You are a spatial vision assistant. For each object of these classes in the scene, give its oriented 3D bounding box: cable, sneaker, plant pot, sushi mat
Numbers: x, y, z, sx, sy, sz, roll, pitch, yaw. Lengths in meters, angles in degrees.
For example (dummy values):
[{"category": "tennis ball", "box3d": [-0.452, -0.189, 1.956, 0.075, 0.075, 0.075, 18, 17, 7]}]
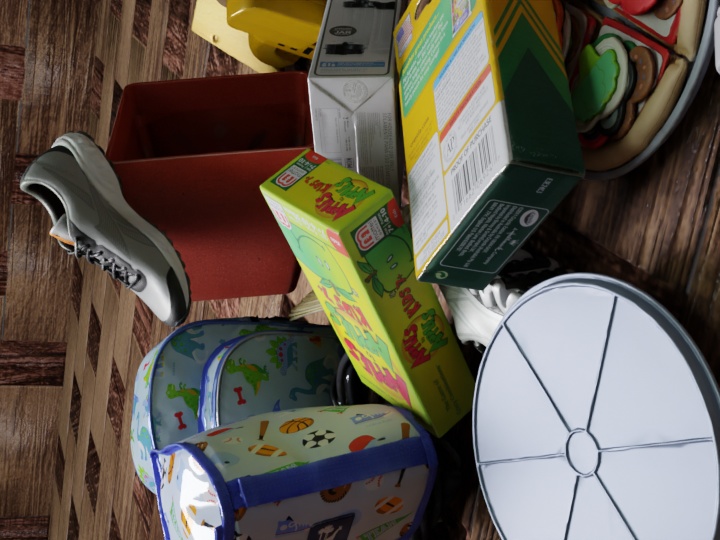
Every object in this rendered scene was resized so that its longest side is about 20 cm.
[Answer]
[{"category": "cable", "box3d": [0.025, 0.143, 0.933, 0.200, 0.050, 0.165, -126, 39, -52]}, {"category": "sneaker", "box3d": [0.079, 0.008, 0.782, 0.200, 0.074, 0.082, -126, 35, -58]}, {"category": "plant pot", "box3d": [-0.140, -0.080, 1.155, 0.201, 0.197, 0.178, -99, 5, -59]}, {"category": "sneaker", "box3d": [-0.229, -0.026, 1.021, 0.201, 0.079, 0.074, 51, 145, -3]}, {"category": "sushi mat", "box3d": [0.000, 0.000, 0.973, 0.096, 0.012, 0.200, -46, 10, -22]}]

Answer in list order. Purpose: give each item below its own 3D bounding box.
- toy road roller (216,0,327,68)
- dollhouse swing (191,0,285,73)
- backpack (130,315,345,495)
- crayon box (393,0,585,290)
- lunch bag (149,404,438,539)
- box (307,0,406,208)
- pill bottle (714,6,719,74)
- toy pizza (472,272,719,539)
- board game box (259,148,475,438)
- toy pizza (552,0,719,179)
[{"category": "toy road roller", "box3d": [-0.069, -0.250, 1.015, 0.145, 0.199, 0.124, -15, 73, 44]}, {"category": "dollhouse swing", "box3d": [-0.082, -0.356, 1.273, 0.181, 0.176, 0.201, 33, 128, 17]}, {"category": "backpack", "box3d": [-0.104, 0.130, 1.041, 0.147, 0.198, 0.185, 152, 119, -65]}, {"category": "crayon box", "box3d": [0.072, -0.107, 0.694, 0.126, 0.051, 0.202, 125, 147, -52]}, {"category": "lunch bag", "box3d": [-0.053, 0.164, 0.838, 0.200, 0.168, 0.125, -34, 68, 63]}, {"category": "box", "box3d": [0.004, -0.142, 0.870, 0.201, 0.059, 0.118, -83, -9, -55]}, {"category": "pill bottle", "box3d": [0.191, -0.184, 0.464, 0.113, 0.112, 0.202, 176, 96, -68]}, {"category": "toy pizza", "box3d": [0.136, 0.102, 0.643, 0.199, 0.031, 0.203, 9, 100, 55]}, {"category": "board game box", "box3d": [0.010, 0.018, 0.799, 0.101, 0.048, 0.201, 31, 154, 49]}, {"category": "toy pizza", "box3d": [0.142, -0.156, 0.673, 0.200, 0.031, 0.203, -177, 90, -68]}]
